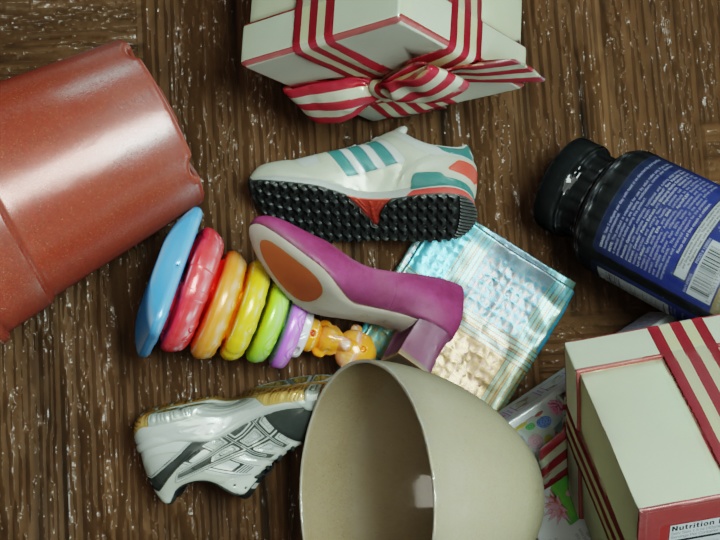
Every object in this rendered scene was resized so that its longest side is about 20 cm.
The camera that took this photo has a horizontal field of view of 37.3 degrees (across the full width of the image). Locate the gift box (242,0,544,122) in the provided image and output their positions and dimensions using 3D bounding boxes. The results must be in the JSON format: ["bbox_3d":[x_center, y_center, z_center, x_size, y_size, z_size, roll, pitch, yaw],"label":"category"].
[{"bbox_3d":[0.037,-0.217,0.855,0.200,0.184,0.187,14,75,-42],"label":"gift box"}]

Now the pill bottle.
[{"bbox_3d":[0.247,-0.030,0.873,0.200,0.112,0.112,33,82,29],"label":"pill bottle"}]

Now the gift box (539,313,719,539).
[{"bbox_3d":[0.238,0.151,0.774,0.184,0.187,0.200,-6,128,-4],"label":"gift box"}]

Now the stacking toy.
[{"bbox_3d":[-0.080,0.039,0.889,0.200,0.110,0.116,20,68,-11],"label":"stacking toy"}]

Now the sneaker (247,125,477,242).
[{"bbox_3d":[0.006,-0.080,0.925,0.199,0.070,0.094,4,49,11],"label":"sneaker"}]

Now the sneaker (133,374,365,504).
[{"bbox_3d":[-0.085,0.142,0.889,0.199,0.076,0.088,-12,92,7],"label":"sneaker"}]

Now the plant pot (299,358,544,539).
[{"bbox_3d":[0.057,0.169,0.795,0.134,0.200,0.201,5,83,-28],"label":"plant pot"}]

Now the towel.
[{"bbox_3d":[0.080,0.057,0.928,0.146,0.022,0.200,32,83,1],"label":"towel"}]

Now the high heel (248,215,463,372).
[{"bbox_3d":[0.000,0.000,0.870,0.200,0.067,0.096,42,55,-23],"label":"high heel"}]

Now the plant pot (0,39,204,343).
[{"bbox_3d":[-0.243,-0.076,0.848,0.195,0.201,0.201,-28,86,-13],"label":"plant pot"}]

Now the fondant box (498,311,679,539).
[{"bbox_3d":[0.211,0.147,0.900,0.200,0.058,0.144,-32,94,-7],"label":"fondant box"}]
